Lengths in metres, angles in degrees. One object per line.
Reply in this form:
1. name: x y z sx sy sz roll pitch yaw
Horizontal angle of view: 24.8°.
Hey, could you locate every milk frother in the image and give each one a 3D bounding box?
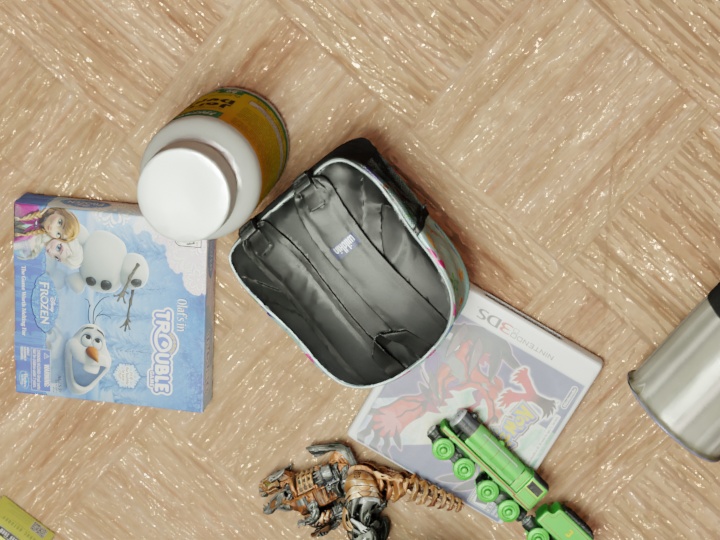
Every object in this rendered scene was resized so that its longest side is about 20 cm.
1. milk frother: 0.368 0.102 1.464 0.180 0.200 0.188 37 110 -7

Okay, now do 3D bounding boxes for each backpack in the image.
1. backpack: 0.000 0.000 1.518 0.177 0.151 0.200 -40 90 21

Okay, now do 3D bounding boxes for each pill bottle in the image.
1. pill bottle: -0.136 -0.093 1.485 0.112 0.200 0.114 3 108 9

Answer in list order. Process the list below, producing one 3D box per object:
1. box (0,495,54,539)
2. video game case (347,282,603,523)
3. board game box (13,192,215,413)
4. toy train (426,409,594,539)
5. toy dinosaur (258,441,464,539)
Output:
1. box: -0.412 0.340 1.750 0.075 0.050 0.200 36 109 -3
2. video game case: 0.110 0.126 1.607 0.181 0.023 0.201 30 110 0
3. board game box: -0.245 0.033 1.627 0.197 0.043 0.202 5 108 7
4. toy train: 0.148 0.212 1.597 0.200 0.042 0.056 44 98 -6
5. toy dinosaur: -0.003 0.239 1.629 0.199 0.102 0.137 -3 91 36
